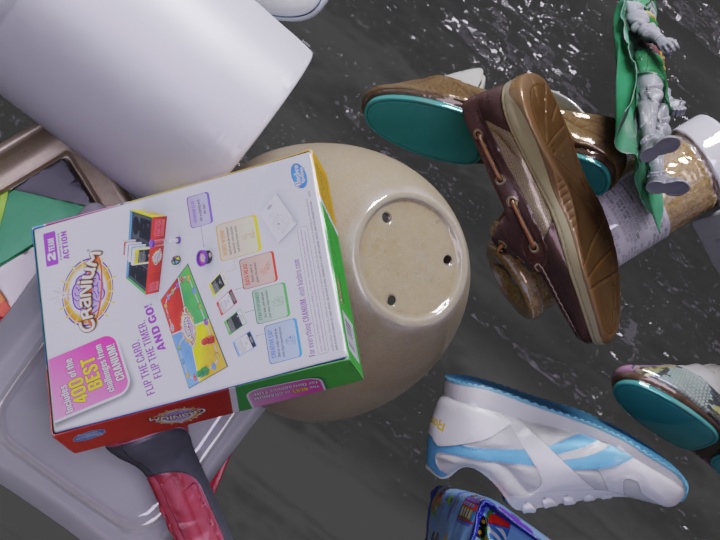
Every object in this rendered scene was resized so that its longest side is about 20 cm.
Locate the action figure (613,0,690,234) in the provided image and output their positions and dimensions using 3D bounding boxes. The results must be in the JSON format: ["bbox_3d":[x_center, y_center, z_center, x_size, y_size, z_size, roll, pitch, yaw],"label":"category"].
[{"bbox_3d":[0.210,-0.139,1.393,0.054,0.201,0.119,-9,134,10],"label":"action figure"}]

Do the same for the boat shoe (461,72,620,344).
[{"bbox_3d":[0.126,-0.038,1.352,0.072,0.072,0.201,-16,104,29],"label":"boat shoe"}]

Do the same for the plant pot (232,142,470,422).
[{"bbox_3d":[0.000,0.000,1.321,0.199,0.134,0.202,6,79,-31],"label":"plant pot"}]

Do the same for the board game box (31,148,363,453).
[{"bbox_3d":[-0.109,0.020,1.231,0.199,0.040,0.154,-14,64,9],"label":"board game box"}]

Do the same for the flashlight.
[{"bbox_3d":[-0.127,0.159,1.299,0.067,0.068,0.201,-25,105,-14],"label":"flashlight"}]

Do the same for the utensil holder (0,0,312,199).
[{"bbox_3d":[-0.156,-0.152,1.316,0.200,0.170,0.170,38,82,-10],"label":"utensil holder"}]

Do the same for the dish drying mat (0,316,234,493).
[{"bbox_3d":[-0.183,0.102,1.349,0.199,0.018,0.077,24,89,-22],"label":"dish drying mat"}]

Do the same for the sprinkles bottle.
[{"bbox_3d":[0.193,-0.040,1.423,0.199,0.068,0.069,-31,93,-10],"label":"sprinkles bottle"}]

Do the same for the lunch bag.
[{"bbox_3d":[0.141,0.237,1.360,0.199,0.151,0.095,24,84,-8],"label":"lunch bag"}]

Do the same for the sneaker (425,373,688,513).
[{"bbox_3d":[0.145,0.142,1.410,0.199,0.077,0.081,19,93,-3],"label":"sneaker"}]

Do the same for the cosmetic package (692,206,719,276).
[{"bbox_3d":[0.344,0.027,1.428,0.081,0.113,0.201,-28,91,-11],"label":"cosmetic package"}]

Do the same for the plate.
[{"bbox_3d":[-0.167,0.088,1.327,0.199,0.032,0.200,39,82,-21],"label":"plate"}]

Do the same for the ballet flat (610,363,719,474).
[{"bbox_3d":[0.276,0.117,1.440,0.200,0.069,0.071,37,64,-11],"label":"ballet flat"}]

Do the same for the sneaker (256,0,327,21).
[{"bbox_3d":[-0.111,-0.244,1.369,0.199,0.071,0.073,33,100,-4],"label":"sneaker"}]

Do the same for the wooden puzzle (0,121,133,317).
[{"bbox_3d":[-0.232,0.011,1.358,0.184,0.037,0.201,-32,94,-11],"label":"wooden puzzle"}]

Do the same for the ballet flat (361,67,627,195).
[{"bbox_3d":[0.103,-0.113,1.406,0.199,0.068,0.073,14,51,11],"label":"ballet flat"}]
